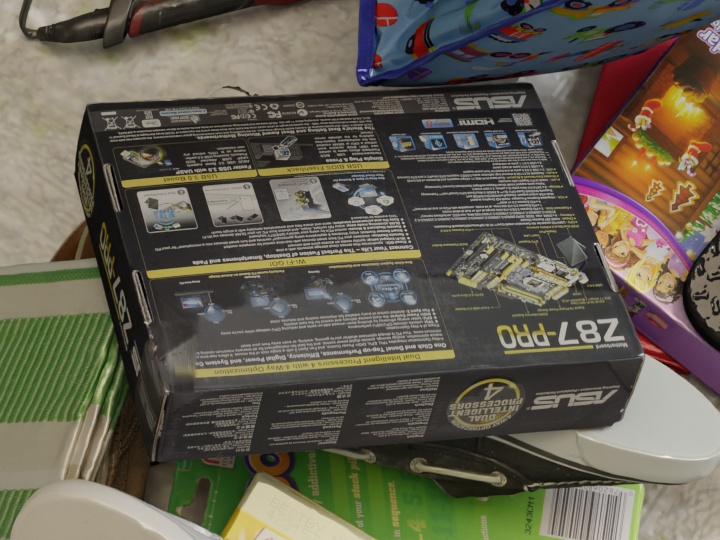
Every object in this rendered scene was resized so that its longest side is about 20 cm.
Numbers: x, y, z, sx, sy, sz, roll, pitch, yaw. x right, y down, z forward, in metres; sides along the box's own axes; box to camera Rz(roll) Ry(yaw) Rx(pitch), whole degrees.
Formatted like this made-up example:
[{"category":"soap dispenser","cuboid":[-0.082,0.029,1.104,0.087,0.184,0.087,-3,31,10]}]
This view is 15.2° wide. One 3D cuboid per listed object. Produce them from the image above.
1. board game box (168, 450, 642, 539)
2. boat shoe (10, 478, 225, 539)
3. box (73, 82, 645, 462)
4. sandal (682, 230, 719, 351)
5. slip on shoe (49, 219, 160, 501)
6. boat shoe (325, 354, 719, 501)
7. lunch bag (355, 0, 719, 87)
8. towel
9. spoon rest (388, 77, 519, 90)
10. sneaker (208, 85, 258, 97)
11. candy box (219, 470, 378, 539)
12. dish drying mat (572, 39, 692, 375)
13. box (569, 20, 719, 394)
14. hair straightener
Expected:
[{"category":"board game box","cuboid":[0.016,0.122,1.157,0.200,0.030,0.096,11,69,-2]},{"category":"boat shoe","cuboid":[-0.045,0.141,1.062,0.200,0.069,0.072,30,112,-4]},{"category":"box","cuboid":[-0.003,-0.004,1.094,0.200,0.049,0.161,-4,47,-18]},{"category":"sandal","cuboid":[0.216,-0.041,1.180,0.075,0.045,0.200,44,84,11]},{"category":"slip on shoe","cuboid":[-0.115,0.068,1.162,0.061,0.076,0.200,30,56,-34]},{"category":"boat shoe","cuboid":[0.051,0.059,1.130,0.200,0.064,0.071,15,36,1]},{"category":"lunch bag","cuboid":[0.108,-0.129,1.107,0.150,0.200,0.094,-10,97,-31]},{"category":"towel","cuboid":[-0.162,0.090,1.124,0.152,0.023,0.200,-4,64,41]},{"category":"spoon rest","cuboid":[0.079,-0.152,1.245,0.099,0.061,0.200,35,71,-29]},{"category":"sneaker","cuboid":[0.000,0.000,1.191,0.200,0.074,0.080,29,75,16]},{"category":"candy box","cuboid":[-0.049,0.193,1.106,0.102,0.026,0.200,30,85,2]},{"category":"dish drying mat","cuboid":[0.139,-0.052,1.242,0.077,0.018,0.200,16,70,2]},{"category":"box","cuboid":[0.192,-0.007,1.203,0.200,0.039,0.137,38,71,3]},{"category":"hair straightener","cuboid":[-0.066,-0.152,1.260,0.200,0.041,0.077,-18,72,-5]}]
